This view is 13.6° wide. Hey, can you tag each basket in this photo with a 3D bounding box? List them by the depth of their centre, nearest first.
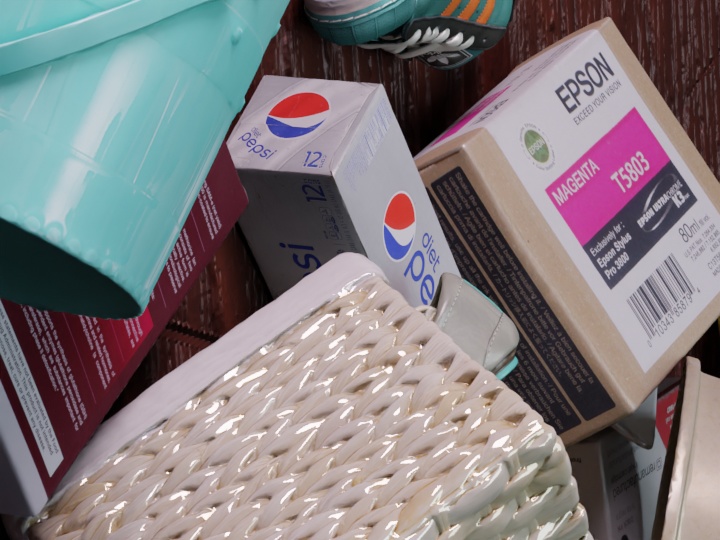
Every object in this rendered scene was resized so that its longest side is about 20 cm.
[{"bbox_3d":[-0.007,0.140,1.271,0.200,0.161,0.199,-37,132,-16],"label":"basket"}]

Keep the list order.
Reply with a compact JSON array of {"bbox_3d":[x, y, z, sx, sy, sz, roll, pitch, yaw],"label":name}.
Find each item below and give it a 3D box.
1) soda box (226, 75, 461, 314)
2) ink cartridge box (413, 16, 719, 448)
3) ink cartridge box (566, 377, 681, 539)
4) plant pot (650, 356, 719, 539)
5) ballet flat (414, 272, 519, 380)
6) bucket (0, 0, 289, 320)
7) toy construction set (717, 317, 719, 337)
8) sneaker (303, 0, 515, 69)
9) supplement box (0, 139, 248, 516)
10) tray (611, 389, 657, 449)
[{"bbox_3d":[0.000,0.000,1.445,0.064,0.068,0.200,-62,144,-35],"label":"soda box"},{"bbox_3d":[0.112,-0.020,1.579,0.165,0.075,0.200,56,37,-6],"label":"ink cartridge box"},{"bbox_3d":[0.138,0.174,1.700,0.144,0.083,0.201,-25,111,-59],"label":"ink cartridge box"},{"bbox_3d":[0.239,0.157,1.539,0.200,0.183,0.202,9,90,-85],"label":"plant pot"},{"bbox_3d":[-0.014,0.080,1.395,0.064,0.200,0.067,47,-3,-7],"label":"ballet flat"},{"bbox_3d":[-0.134,-0.077,1.044,0.207,0.206,0.135,39,67,-57],"label":"bucket"},{"bbox_3d":[0.250,0.042,1.906,0.131,0.092,0.201,-73,169,-78],"label":"toy construction set"},{"bbox_3d":[0.035,-0.133,1.493,0.200,0.071,0.080,-37,121,-57],"label":"sneaker"},{"bbox_3d":[-0.123,-0.009,1.216,0.200,0.061,0.109,-57,141,-42],"label":"supplement box"},{"bbox_3d":[0.123,0.000,1.660,0.107,0.022,0.201,35,42,-26],"label":"tray"}]
